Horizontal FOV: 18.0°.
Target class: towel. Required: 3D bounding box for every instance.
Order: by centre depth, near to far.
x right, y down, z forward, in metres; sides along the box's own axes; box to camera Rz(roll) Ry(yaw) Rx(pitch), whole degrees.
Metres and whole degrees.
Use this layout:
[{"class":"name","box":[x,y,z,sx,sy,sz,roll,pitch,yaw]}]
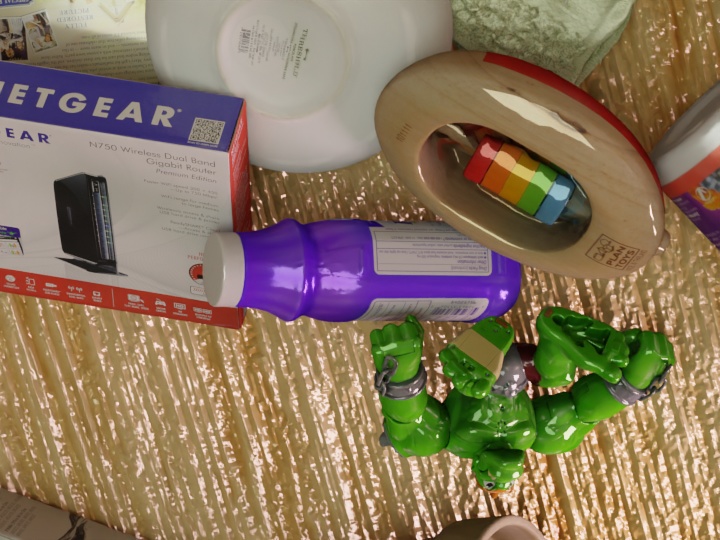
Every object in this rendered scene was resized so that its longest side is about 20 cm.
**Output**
[{"class":"towel","box":[0.085,-0.208,1.439,0.199,0.037,0.149,33,107,-1]}]

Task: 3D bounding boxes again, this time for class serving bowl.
[{"class":"serving bowl","box":[-0.044,-0.147,1.425,0.199,0.066,0.201,4,116,8]}]

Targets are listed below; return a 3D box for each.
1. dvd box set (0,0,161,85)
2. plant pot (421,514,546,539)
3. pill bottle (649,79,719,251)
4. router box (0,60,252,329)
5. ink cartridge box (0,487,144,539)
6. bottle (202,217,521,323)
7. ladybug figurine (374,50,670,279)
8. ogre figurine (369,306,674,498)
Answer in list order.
[{"class":"dvd box set","box":[-0.195,-0.166,1.499,0.145,0.029,0.201,-5,104,10]},{"class":"plant pot","box":[0.029,0.265,1.513,0.172,0.200,0.201,-4,105,28]},{"class":"pill bottle","box":[0.283,-0.031,1.416,0.200,0.111,0.111,45,107,-5]},{"class":"router box","box":[-0.172,-0.049,1.470,0.199,0.049,0.180,9,142,7]},{"class":"ink cartridge box","box":[-0.210,0.252,1.588,0.199,0.083,0.146,20,108,4]},{"class":"bottle","box":[0.000,0.000,1.447,0.199,0.083,0.066,1,81,-20]},{"class":"ladybug figurine","box":[0.105,-0.070,1.395,0.199,0.072,0.136,32,140,-3]},{"class":"ogre figurine","box":[0.095,0.079,1.471,0.098,0.199,0.120,57,148,27]}]
